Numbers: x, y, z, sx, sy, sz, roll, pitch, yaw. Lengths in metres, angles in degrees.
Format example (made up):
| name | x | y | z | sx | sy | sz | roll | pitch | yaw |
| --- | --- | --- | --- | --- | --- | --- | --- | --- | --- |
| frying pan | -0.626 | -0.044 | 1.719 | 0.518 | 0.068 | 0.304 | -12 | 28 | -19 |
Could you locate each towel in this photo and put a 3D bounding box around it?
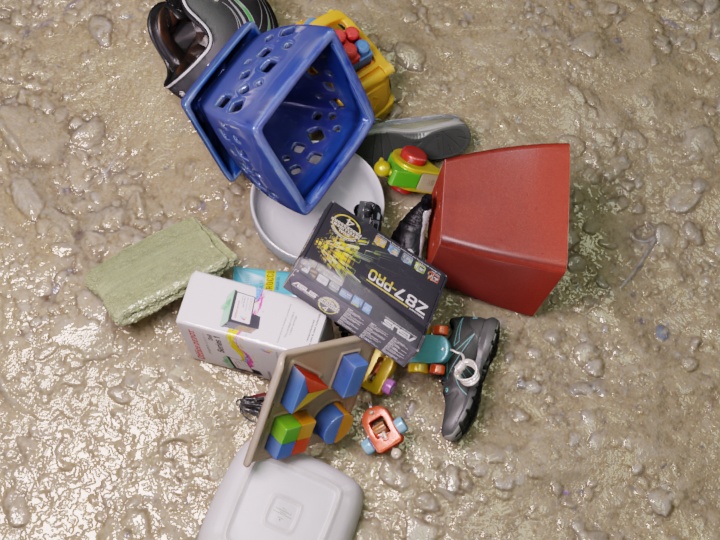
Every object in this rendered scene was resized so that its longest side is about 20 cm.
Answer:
| name | x | y | z | sx | sy | sz | roll | pitch | yaw |
| --- | --- | --- | --- | --- | --- | --- | --- | --- | --- |
| towel | -0.289 | 0.000 | 1.723 | 0.200 | 0.037 | 0.148 | -30 | 41 | -18 |

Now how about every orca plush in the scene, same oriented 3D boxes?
| name | x | y | z | sx | sy | sz | roll | pitch | yaw |
| --- | --- | --- | --- | --- | --- | --- | --- | --- | --- |
| orca plush | 0.053 | -0.019 | 1.736 | 0.071 | 0.201 | 0.105 | 9 | 26 | -27 |

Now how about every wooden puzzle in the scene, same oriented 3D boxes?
| name | x | y | z | sx | sy | sz | roll | pitch | yaw |
| --- | --- | --- | --- | --- | --- | --- | --- | --- | --- |
| wooden puzzle | -0.055 | 0.175 | 1.596 | 0.046 | 0.186 | 0.200 | 38 | 33 | 31 |

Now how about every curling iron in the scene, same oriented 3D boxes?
| name | x | y | z | sx | sy | sz | roll | pitch | yaw |
| --- | --- | --- | --- | --- | --- | --- | --- | --- | --- |
| curling iron | -0.081 | 0.181 | 1.708 | 0.199 | 0.026 | 0.050 | -9 | 39 | -20 |

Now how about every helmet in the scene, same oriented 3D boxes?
| name | x | y | z | sx | sy | sz | roll | pitch | yaw |
| --- | --- | --- | --- | --- | --- | --- | --- | --- | --- |
| helmet | -0.219 | -0.347 | 1.816 | 0.199 | 0.200 | 0.191 | -22 | 93 | -14 |

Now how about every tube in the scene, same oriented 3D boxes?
| name | x | y | z | sx | sy | sz | roll | pitch | yaw |
| --- | --- | --- | --- | --- | --- | --- | --- | --- | --- |
| tube | -0.090 | 0.031 | 1.761 | 0.199 | 0.050 | 0.078 | 3 | 46 | -1 |

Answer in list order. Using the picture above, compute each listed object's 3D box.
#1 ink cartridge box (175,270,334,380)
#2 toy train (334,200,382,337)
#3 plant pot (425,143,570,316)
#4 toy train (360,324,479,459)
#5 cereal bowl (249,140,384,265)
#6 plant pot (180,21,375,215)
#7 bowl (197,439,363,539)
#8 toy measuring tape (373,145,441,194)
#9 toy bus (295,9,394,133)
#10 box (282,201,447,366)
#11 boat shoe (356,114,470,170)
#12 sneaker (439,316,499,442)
| name | x | y | z | sx | sy | sz | roll | pitch | yaw |
| --- | --- | --- | --- | --- | --- | --- | --- | --- | --- |
| ink cartridge box | -0.143 | 0.087 | 1.663 | 0.199 | 0.145 | 0.084 | 15 | 66 | 9 |
| toy train | 0.000 | 0.000 | 1.717 | 0.046 | 0.034 | 0.201 | 9 | 92 | -36 |
| plant pot | 0.193 | -0.066 | 1.740 | 0.176 | 0.200 | 0.200 | 7 | 68 | -5 |
| toy train | 0.070 | 0.168 | 1.699 | 0.200 | 0.056 | 0.150 | -37 | 70 | 6 |
| cereal bowl | -0.067 | -0.089 | 1.787 | 0.199 | 0.083 | 0.201 | 2 | 68 | -5 |
| plant pot | -0.124 | -0.225 | 1.689 | 0.179 | 0.200 | 0.200 | 19 | 64 | 33 |
| bowl | -0.106 | 0.338 | 1.623 | 0.199 | 0.075 | 0.200 | 24 | 69 | 2 |
| toy measuring tape | 0.104 | -0.151 | 1.832 | 0.199 | 0.074 | 0.074 | 5 | 66 | -30 |
| toy bus | -0.042 | -0.327 | 1.826 | 0.136 | 0.192 | 0.200 | -35 | 74 | -16 |
| box | 0.009 | 0.016 | 1.625 | 0.200 | 0.049 | 0.161 | 34 | 44 | -7 |
| boat shoe | 0.069 | -0.205 | 1.860 | 0.201 | 0.075 | 0.065 | -12 | 36 | -8 |
| sneaker | 0.143 | 0.155 | 1.731 | 0.079 | 0.075 | 0.200 | 13 | 61 | 14 |
